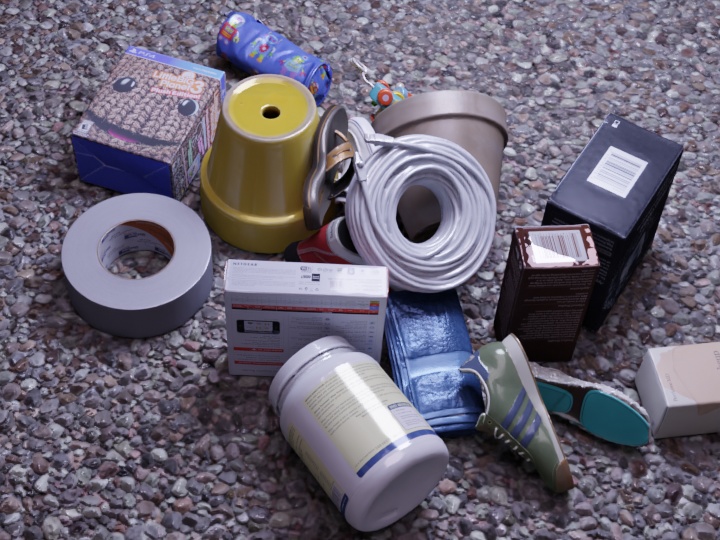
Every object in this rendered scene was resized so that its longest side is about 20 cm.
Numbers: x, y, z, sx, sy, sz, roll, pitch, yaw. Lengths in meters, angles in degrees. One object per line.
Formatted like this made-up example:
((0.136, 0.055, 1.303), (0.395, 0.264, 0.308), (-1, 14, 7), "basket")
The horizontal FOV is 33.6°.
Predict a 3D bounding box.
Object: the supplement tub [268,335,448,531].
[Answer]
((-0.006, 0.190, 1.418), (0.144, 0.146, 0.200), (-27, 58, -23), "supplement tub")

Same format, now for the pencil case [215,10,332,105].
((-0.134, -0.331, 1.864), (0.199, 0.078, 0.087), (33, 79, 19), "pencil case")

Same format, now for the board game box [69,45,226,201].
((-0.305, -0.212, 1.746), (0.158, 0.097, 0.201), (16, 52, 9), "board game box")

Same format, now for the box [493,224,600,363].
((0.235, 0.033, 1.524), (0.099, 0.201, 0.076), (-2, 49, -6), "box")

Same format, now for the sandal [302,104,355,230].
((-0.035, -0.135, 1.579), (0.054, 0.082, 0.201), (1, 46, 13), "sandal")

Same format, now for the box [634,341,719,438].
((0.463, 0.148, 1.525), (0.197, 0.078, 0.096), (-6, 53, -9), "box")

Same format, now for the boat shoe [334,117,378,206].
((-0.004, -0.111, 1.656), (0.069, 0.071, 0.203), (-11, 91, -25), "boat shoe")

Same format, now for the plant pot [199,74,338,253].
((-0.126, -0.158, 1.658), (0.198, 0.190, 0.203), (2, 52, -3), "plant pot")

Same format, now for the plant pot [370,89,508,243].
((0.119, -0.127, 1.668), (0.197, 0.200, 0.176), (-4, 68, -7), "plant pot")

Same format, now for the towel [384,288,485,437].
((0.092, 0.115, 1.525), (0.110, 0.049, 0.202), (-6, 63, -10), "towel")

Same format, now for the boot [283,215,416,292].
((0.000, 0.000, 1.619), (0.199, 0.144, 0.073), (28, 58, -30), "boot")

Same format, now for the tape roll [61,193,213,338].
((-0.299, -0.009, 1.606), (0.198, 0.067, 0.202), (2, 52, -3), "tape roll")

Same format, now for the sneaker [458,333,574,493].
((0.185, 0.186, 1.464), (0.089, 0.067, 0.202), (-21, 82, -3), "sneaker")

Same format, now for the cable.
((0.076, -0.072, 1.529), (0.198, 0.069, 0.203), (-1, 88, -20), "cable")

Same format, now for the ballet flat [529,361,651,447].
((0.279, 0.159, 1.516), (0.198, 0.072, 0.072), (20, 53, 12), "ballet flat")

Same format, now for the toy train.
((0.052, -0.238, 1.765), (0.056, 0.199, 0.150), (-52, 56, 14), "toy train")

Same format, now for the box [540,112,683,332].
((0.327, -0.064, 1.606), (0.117, 0.201, 0.197), (27, 55, 18), "box")

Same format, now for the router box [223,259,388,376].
((-0.069, 0.065, 1.491), (0.197, 0.180, 0.049), (3, 51, -3), "router box")
